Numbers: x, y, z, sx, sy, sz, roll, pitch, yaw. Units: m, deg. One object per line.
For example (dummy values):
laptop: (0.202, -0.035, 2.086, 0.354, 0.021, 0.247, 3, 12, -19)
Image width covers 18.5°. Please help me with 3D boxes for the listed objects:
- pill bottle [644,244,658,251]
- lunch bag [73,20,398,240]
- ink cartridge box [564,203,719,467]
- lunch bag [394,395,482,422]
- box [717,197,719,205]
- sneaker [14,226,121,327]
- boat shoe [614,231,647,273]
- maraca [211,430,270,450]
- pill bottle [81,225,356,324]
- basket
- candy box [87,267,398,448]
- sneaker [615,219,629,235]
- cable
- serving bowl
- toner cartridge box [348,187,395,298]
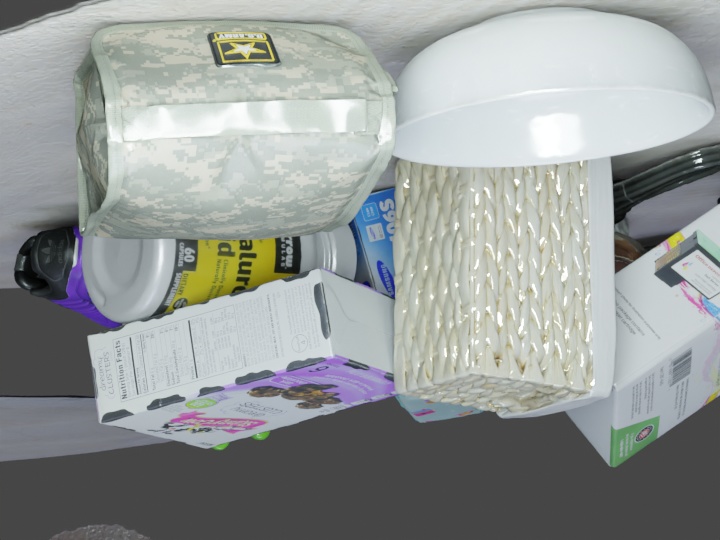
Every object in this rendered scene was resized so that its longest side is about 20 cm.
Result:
pill bottle: (0.347, 0.024, 2.121, 0.199, 0.117, 0.116, -8, 170, 25)
lunch bag: (-0.077, -0.082, 1.264, 0.163, 0.118, 0.200, -1, 175, -13)
ink cartridge box: (0.253, 0.043, 1.728, 0.200, 0.084, 0.145, -33, 153, -13)
lunch bag: (0.062, 0.048, 2.013, 0.077, 0.161, 0.200, -11, 164, 8)
box: (0.425, -0.034, 1.840, 0.199, 0.105, 0.182, -3, 172, -12)
sneaker: (-0.234, 0.000, 1.823, 0.099, 0.070, 0.200, 3, 167, -2)
boat shoe: (0.159, 0.020, 1.869, 0.199, 0.072, 0.076, -17, 129, 42)
maraca: (-0.098, 0.049, 1.818, 0.137, 0.201, 0.107, 25, 160, 0)
pill bottle: (-0.104, -0.012, 1.697, 0.199, 0.112, 0.111, 2, 169, -40)
basket: (0.101, 0.000, 1.620, 0.123, 0.201, 0.135, 7, 166, -26)
candy box: (-0.076, 0.069, 1.657, 0.199, 0.072, 0.168, -17, 163, 22)
sneaker: (0.187, -0.016, 1.974, 0.099, 0.070, 0.200, -2, 166, 14)
cable: (0.201, -0.069, 1.752, 0.097, 0.051, 0.200, -3, 161, -36)
serving bowl: (0.109, -0.113, 1.316, 0.199, 0.066, 0.200, -5, 170, -1)
toner cartridge box: (0.000, 0.000, 1.850, 0.043, 0.095, 0.200, -16, 173, -16)
